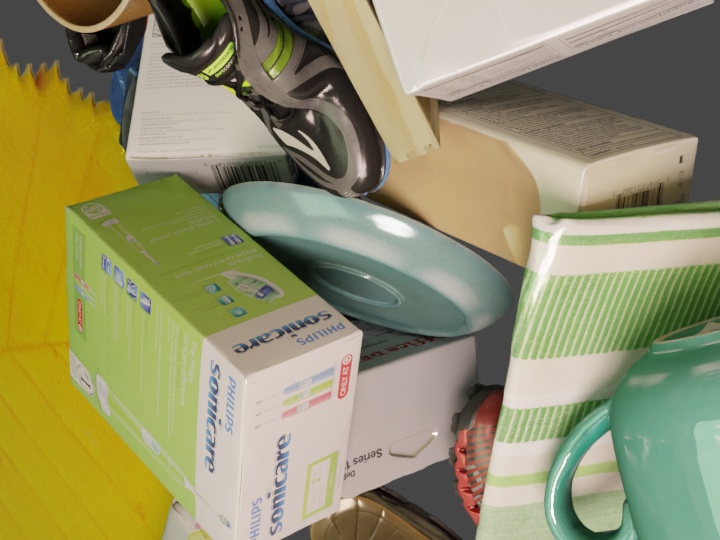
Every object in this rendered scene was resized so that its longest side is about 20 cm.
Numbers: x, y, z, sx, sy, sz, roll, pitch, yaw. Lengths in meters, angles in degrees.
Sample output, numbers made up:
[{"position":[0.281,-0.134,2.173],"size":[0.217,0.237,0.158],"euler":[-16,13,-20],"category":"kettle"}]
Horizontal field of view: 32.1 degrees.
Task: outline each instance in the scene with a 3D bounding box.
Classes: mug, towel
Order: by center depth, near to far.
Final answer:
[{"position":[0.185,0.081,0.606],"size":[0.152,0.185,0.114],"euler":[148,107,-84],"category":"mug"},{"position":[0.143,0.058,0.679],"size":[0.023,0.152,0.200],"euler":[-129,40,-55],"category":"towel"}]

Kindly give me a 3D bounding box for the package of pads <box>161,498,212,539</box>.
[{"position":[-0.114,0.312,1.149],"size":[0.200,0.068,0.155],"euler":[46,135,29],"category":"package of pads"}]

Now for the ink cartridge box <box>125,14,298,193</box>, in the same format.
[{"position":[-0.093,-0.149,0.871],"size":[0.050,0.109,0.200],"euler":[77,-166,-60],"category":"ink cartridge box"}]

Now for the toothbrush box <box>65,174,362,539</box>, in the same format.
[{"position":[-0.098,0.055,0.774],"size":[0.200,0.086,0.146],"euler":[39,135,38],"category":"toothbrush box"}]

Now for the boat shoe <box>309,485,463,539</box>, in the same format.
[{"position":[0.042,0.201,0.871],"size":[0.072,0.201,0.066],"euler":[-43,26,14],"category":"boat shoe"}]

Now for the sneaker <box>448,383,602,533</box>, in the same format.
[{"position":[0.119,0.168,0.806],"size":[0.098,0.071,0.201],"euler":[-4,103,54],"category":"sneaker"}]

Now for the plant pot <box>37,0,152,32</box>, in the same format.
[{"position":[-0.105,-0.260,0.806],"size":[0.186,0.200,0.186],"euler":[22,120,44],"category":"plant pot"}]

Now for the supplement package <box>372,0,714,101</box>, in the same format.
[{"position":[0.073,-0.207,0.633],"size":[0.156,0.111,0.200],"euler":[-19,90,17],"category":"supplement package"}]

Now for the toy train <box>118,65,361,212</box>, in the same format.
[{"position":[-0.089,-0.087,0.923],"size":[0.200,0.114,0.087],"euler":[42,133,33],"category":"toy train"}]

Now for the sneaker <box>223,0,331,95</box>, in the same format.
[{"position":[-0.045,-0.168,0.730],"size":[0.081,0.074,0.200],"euler":[43,153,31],"category":"sneaker"}]

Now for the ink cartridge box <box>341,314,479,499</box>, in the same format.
[{"position":[-0.031,0.083,0.896],"size":[0.200,0.147,0.083],"euler":[11,110,47],"category":"ink cartridge box"}]

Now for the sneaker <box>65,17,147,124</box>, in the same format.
[{"position":[-0.198,-0.182,1.021],"size":[0.077,0.111,0.200],"euler":[60,140,15],"category":"sneaker"}]

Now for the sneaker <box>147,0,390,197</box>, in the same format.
[{"position":[-0.063,-0.113,0.676],"size":[0.071,0.083,0.200],"euler":[-29,106,40],"category":"sneaker"}]

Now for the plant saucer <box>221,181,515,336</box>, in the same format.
[{"position":[0.000,0.000,0.805],"size":[0.200,0.200,0.027],"euler":[3,67,50],"category":"plant saucer"}]

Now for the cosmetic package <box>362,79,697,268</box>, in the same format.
[{"position":[0.083,-0.064,0.735],"size":[0.200,0.105,0.071],"euler":[27,123,44],"category":"cosmetic package"}]

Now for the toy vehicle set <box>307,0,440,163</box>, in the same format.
[{"position":[0.007,-0.168,0.704],"size":[0.027,0.200,0.124],"euler":[-18,129,16],"category":"toy vehicle set"}]
